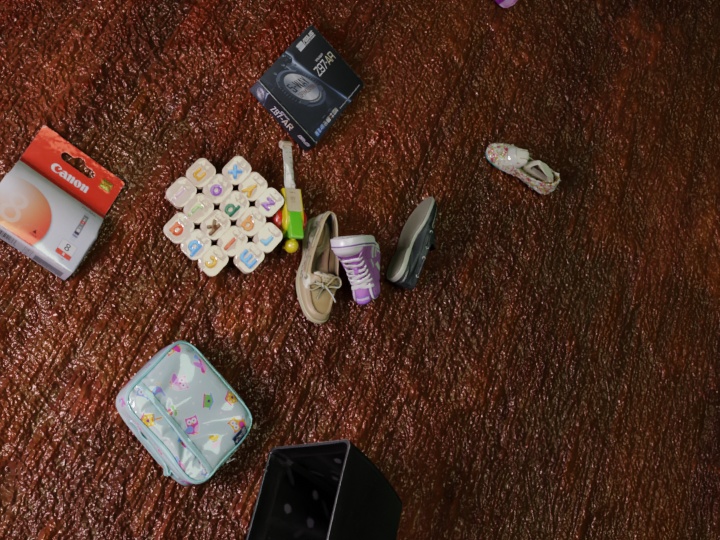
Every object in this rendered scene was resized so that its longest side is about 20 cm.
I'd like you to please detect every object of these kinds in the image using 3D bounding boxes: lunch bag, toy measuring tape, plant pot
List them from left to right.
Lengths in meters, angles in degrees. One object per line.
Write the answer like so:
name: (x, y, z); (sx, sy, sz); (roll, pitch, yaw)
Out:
lunch bag: (-0.271, 0.226, 1.401); (0.201, 0.077, 0.161); (51, 53, -10)
toy measuring tape: (-0.138, -0.128, 1.625); (0.072, 0.073, 0.205); (2, 74, -34)
plant pot: (-0.045, 0.403, 1.437); (0.176, 0.198, 0.203); (34, 57, -33)

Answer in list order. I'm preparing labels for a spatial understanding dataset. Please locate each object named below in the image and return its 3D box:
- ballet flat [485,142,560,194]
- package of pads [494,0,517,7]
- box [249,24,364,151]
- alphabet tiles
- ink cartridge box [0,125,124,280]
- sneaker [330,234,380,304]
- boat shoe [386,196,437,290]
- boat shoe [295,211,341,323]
ballet flat: (0.372, -0.239, 2.030); (0.197, 0.064, 0.077); (25, 62, -26)
package of pads: (0.354, -0.745, 2.188); (0.120, 0.075, 0.203); (35, 57, -19)
box: (-0.100, -0.354, 1.748); (0.160, 0.043, 0.201); (46, 54, -14)
alphabet tiles: (-0.232, -0.094, 1.548); (0.200, 0.015, 0.196); (43, 68, -3)
ink cartridge box: (-0.468, -0.112, 1.398); (0.161, 0.050, 0.203); (36, 60, -20)
sneaker: (0.001, 0.000, 1.628); (0.200, 0.071, 0.117); (23, 63, -71)
boat shoe: (0.117, -0.050, 1.777); (0.066, 0.074, 0.202); (36, 57, -22)
boat shoe: (-0.072, -0.007, 1.633); (0.072, 0.062, 0.205); (9, 69, -33)
